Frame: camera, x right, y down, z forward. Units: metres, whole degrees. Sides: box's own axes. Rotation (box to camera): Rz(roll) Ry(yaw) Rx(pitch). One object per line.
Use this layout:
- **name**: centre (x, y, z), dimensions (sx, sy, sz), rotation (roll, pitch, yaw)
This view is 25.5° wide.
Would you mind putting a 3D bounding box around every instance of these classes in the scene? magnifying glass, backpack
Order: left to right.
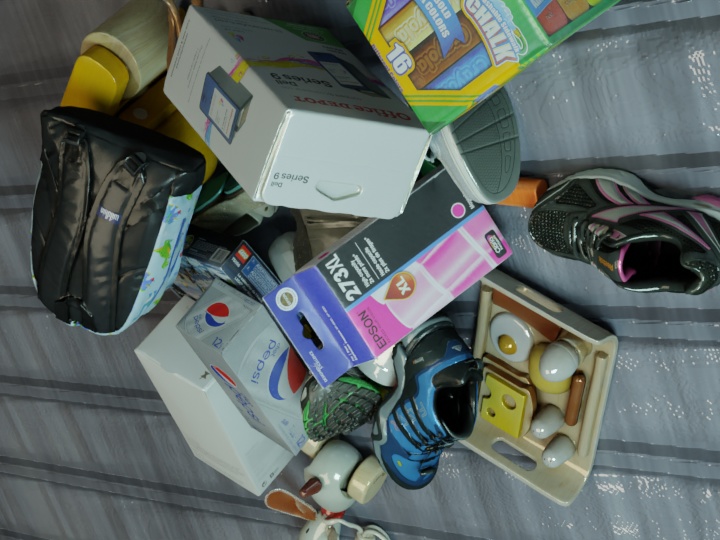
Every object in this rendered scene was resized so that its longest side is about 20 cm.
- **backpack**: centre (-0.231, -0.038, 1.483), dimensions (0.161, 0.154, 0.202), rotation (20, 105, 12)
- **magnifying glass**: centre (0.079, -0.075, 1.388), dimensions (0.199, 0.022, 0.080), rotation (10, 123, 43)

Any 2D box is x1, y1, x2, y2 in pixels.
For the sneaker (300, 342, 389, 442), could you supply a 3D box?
- **sneaker**: centre (-0.027, 0.109, 1.510), dimensions (0.086, 0.078, 0.200), rotation (57, -176, 9)

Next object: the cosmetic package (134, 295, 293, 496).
- **cosmetic package**: centre (-0.144, 0.133, 1.658), dimensions (0.107, 0.085, 0.201), rotation (27, 152, 32)

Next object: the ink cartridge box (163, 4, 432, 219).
- **ink cartridge box**: centre (-0.054, -0.131, 1.309), dimensions (0.200, 0.144, 0.088), rotation (51, 127, 46)

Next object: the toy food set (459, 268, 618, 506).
- **toy food set**: centre (0.143, 0.102, 1.412), dimensions (0.143, 0.060, 0.202), rotation (30, 134, 28)

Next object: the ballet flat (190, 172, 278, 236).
- **ballet flat**: centre (-0.109, -0.075, 1.559), dimensions (0.062, 0.068, 0.199), rotation (36, 150, -20)

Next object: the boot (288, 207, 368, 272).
- **boot**: centre (-0.011, -0.079, 1.421), dimensions (0.130, 0.067, 0.202), rotation (-26, 74, 41)

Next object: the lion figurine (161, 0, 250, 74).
- **lion figurine**: centre (-0.138, -0.178, 1.433), dimensions (0.072, 0.200, 0.124), rotation (1, 87, 23)

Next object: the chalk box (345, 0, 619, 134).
- **chalk box**: centre (0.108, -0.213, 1.177), dimensions (0.125, 0.124, 0.200), rotation (56, 142, -2)

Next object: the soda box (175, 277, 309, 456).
- **soda box**: centre (-0.099, 0.096, 1.537), dimensions (0.068, 0.064, 0.201), rotation (27, 159, 35)

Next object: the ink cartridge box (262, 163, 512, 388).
- **ink cartridge box**: centre (0.024, 0.003, 1.332), dimensions (0.095, 0.199, 0.037), rotation (56, 168, -10)

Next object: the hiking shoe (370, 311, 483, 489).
- **hiking shoe**: centre (0.061, 0.137, 1.442), dimensions (0.087, 0.074, 0.202), rotation (49, 146, 39)

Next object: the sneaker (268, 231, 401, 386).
- **sneaker**: centre (0.000, 0.000, 1.492), dimensions (0.200, 0.073, 0.116), rotation (45, 120, 31)

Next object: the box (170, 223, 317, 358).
- **box**: centre (-0.141, 0.011, 1.587), dimensions (0.199, 0.040, 0.137), rotation (17, 152, 51)

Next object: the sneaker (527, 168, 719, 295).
- **sneaker**: centre (0.206, -0.025, 1.239), dimensions (0.199, 0.086, 0.081), rotation (6, 119, 44)

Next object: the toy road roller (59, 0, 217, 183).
- **toy road roller**: centre (-0.204, -0.150, 1.547), dimensions (0.145, 0.123, 0.201), rotation (36, 139, 6)

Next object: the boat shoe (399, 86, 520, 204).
- **boat shoe**: centre (0.067, -0.146, 1.312), dimensions (0.065, 0.074, 0.204), rotation (-26, 93, 56)

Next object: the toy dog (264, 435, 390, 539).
- **toy dog**: centre (-0.041, 0.249, 1.674), dimensions (0.131, 0.096, 0.202), rotation (21, 130, 35)
